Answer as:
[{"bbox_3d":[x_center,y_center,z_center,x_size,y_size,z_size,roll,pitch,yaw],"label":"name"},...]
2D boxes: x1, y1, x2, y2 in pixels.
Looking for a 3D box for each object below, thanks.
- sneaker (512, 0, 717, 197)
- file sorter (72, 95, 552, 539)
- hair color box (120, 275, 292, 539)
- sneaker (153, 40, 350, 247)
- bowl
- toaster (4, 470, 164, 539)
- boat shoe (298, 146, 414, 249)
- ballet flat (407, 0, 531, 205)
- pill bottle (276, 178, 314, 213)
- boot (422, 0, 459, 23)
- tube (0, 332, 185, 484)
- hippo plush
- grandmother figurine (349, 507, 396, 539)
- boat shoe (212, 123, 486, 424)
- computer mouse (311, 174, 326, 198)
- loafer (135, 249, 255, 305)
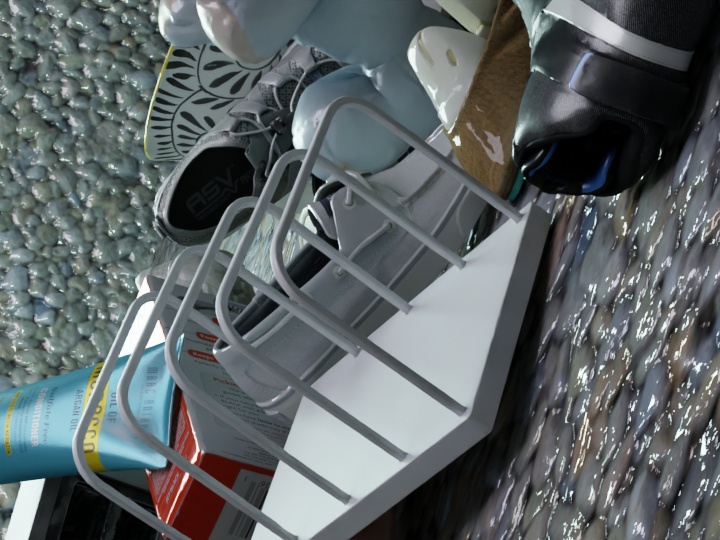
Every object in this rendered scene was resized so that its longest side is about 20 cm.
[{"bbox_3d":[0.088,-0.088,1.097,0.200,0.073,0.112,-164,94,-80],"label":"sneaker"},{"bbox_3d":[-0.028,0.037,1.213,0.200,0.124,0.139,-42,20,43],"label":"file sorter"},{"bbox_3d":[-0.068,0.087,1.467,0.064,0.110,0.200,-64,23,22],"label":"hair color box"},{"bbox_3d":[-0.047,-0.079,1.572,0.200,0.075,0.082,-45,3,13],"label":"sneaker"},{"bbox_3d":[-0.055,-0.143,1.680,0.202,0.094,0.201,-63,-5,-10],"label":"bowl"},{"bbox_3d":[-0.134,0.208,1.536,0.119,0.180,0.201,124,163,-55],"label":"toaster"},{"bbox_3d":[0.012,-0.037,1.612,0.063,0.073,0.200,-28,-18,-24],"label":"boat shoe"},{"bbox_3d":[0.065,-0.129,1.340,0.068,0.072,0.201,129,157,-63],"label":"ballet flat"},{"bbox_3d":[-0.024,-0.145,1.820,0.111,0.110,0.201,-91,22,-66],"label":"pill bottle"},{"bbox_3d":[0.033,-0.137,1.645,0.090,0.072,0.201,-47,-18,-52],"label":"boot"},{"bbox_3d":[-0.170,0.089,1.470,0.199,0.050,0.078,-14,65,42],"label":"tube"},{"bbox_3d":[0.000,-0.144,1.480,0.199,0.161,0.159,-33,25,1],"label":"hippo plush"},{"bbox_3d":[-0.002,0.110,1.316,0.121,0.060,0.200,-44,22,22],"label":"grandmother figurine"},{"bbox_3d":[-0.001,-0.015,1.365,0.200,0.068,0.072,-49,20,1],"label":"boat shoe"},{"bbox_3d":[0.000,0.000,1.489,0.059,0.034,0.201,101,164,-49],"label":"computer mouse"},{"bbox_3d":[-0.086,0.081,1.616,0.070,0.069,0.201,-57,-45,-62],"label":"loafer"}]
